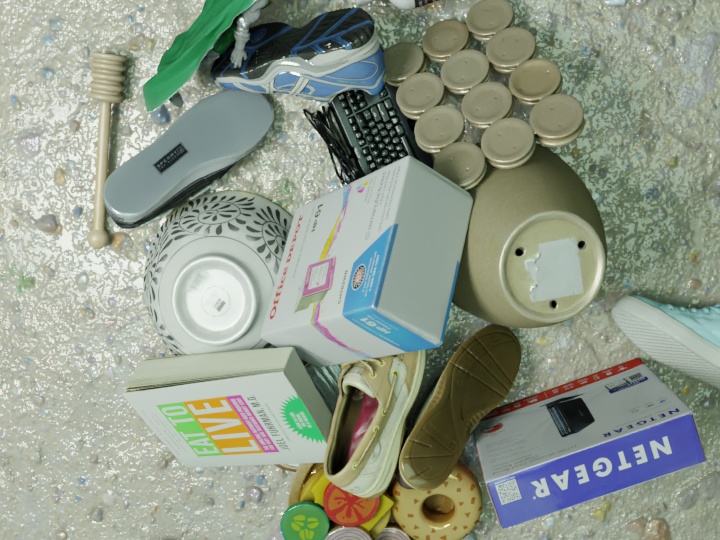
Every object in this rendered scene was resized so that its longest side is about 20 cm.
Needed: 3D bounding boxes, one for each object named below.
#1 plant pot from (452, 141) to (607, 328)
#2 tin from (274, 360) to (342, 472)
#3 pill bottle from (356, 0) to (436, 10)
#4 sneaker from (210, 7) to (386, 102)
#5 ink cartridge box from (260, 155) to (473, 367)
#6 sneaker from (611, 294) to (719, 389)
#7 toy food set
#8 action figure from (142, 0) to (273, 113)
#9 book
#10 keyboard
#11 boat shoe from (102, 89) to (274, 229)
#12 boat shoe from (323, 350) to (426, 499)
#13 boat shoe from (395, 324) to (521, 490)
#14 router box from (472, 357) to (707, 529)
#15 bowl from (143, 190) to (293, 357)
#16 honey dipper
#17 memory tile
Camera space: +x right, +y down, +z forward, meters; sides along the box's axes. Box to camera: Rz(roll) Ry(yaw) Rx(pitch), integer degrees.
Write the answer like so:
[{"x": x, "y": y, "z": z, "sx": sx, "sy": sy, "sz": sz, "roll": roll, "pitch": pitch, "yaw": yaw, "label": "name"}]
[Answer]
[{"x": 0.156, "y": -0.023, "z": 0.811, "sx": 0.182, "sy": 0.200, "sz": 0.192, "roll": -1, "pitch": 101, "yaw": -3, "label": "plant pot"}, {"x": -0.031, "y": 0.136, "z": 0.936, "sx": 0.199, "sy": 0.042, "sz": 0.113, "roll": -38, "pitch": 99, "yaw": 7, "label": "tin"}, {"x": 0.080, "y": -0.320, "z": 0.824, "sx": 0.195, "sy": 0.113, "sz": 0.115, "roll": -16, "pitch": 97, "yaw": 5, "label": "pill bottle"}, {"x": -0.064, "y": -0.196, "z": 0.852, "sx": 0.196, "sy": 0.077, "sz": 0.077, "roll": 3, "pitch": 57, "yaw": 32, "label": "sneaker"}, {"x": 0.000, "y": 0.000, "z": 0.809, "sx": 0.084, "sy": 0.198, "sz": 0.148, "roll": 26, "pitch": 66, "yaw": -27, "label": "ink cartridge box"}, {"x": 0.359, "y": 0.064, "z": 0.899, "sx": 0.197, "sy": 0.074, "sz": 0.083, "roll": 28, "pitch": 69, "yaw": 3, "label": "sneaker"}, {"x": 0.017, "y": 0.256, "z": 0.926, "sx": 0.199, "sy": 0.049, "sz": 0.199, "roll": 37, "pitch": 102, "yaw": -17, "label": "toy food set"}, {"x": -0.125, "y": -0.234, "z": 0.814, "sx": 0.054, "sy": 0.120, "sz": 0.198, "roll": 30, "pitch": 136, "yaw": -32, "label": "action figure"}, {"x": -0.126, "y": 0.145, "z": 0.885, "sx": 0.196, "sy": 0.049, "sz": 0.135, "roll": -9, "pitch": 126, "yaw": 27, "label": "book"}, {"x": 0.012, "y": -0.129, "z": 0.893, "sx": 0.102, "sy": 0.040, "sz": 0.203, "roll": -25, "pitch": 95, "yaw": 6, "label": "keyboard"}, {"x": -0.172, "y": -0.109, "z": 0.890, "sx": 0.074, "sy": 0.068, "sz": 0.199, "roll": 45, "pitch": 74, "yaw": 6, "label": "boat shoe"}, {"x": 0.012, "y": 0.116, "z": 0.848, "sx": 0.073, "sy": 0.066, "sz": 0.205, "roll": -4, "pitch": 68, "yaw": 43, "label": "boat shoe"}, {"x": 0.094, "y": 0.138, "z": 0.891, "sx": 0.073, "sy": 0.065, "sz": 0.200, "roll": 44, "pitch": 63, "yaw": -3, "label": "boat shoe"}, {"x": 0.213, "y": 0.164, "z": 0.855, "sx": 0.196, "sy": 0.180, "sz": 0.050, "roll": -20, "pitch": 98, "yaw": 5, "label": "router box"}, {"x": -0.142, "y": 0.023, "z": 0.895, "sx": 0.195, "sy": 0.094, "sz": 0.206, "roll": 0, "pitch": 98, "yaw": 2, "label": "bowl"}, {"x": -0.271, "y": -0.123, "z": 0.910, "sx": 0.037, "sy": 0.038, "sz": 0.205, "roll": 8, "pitch": 100, "yaw": 2, "label": "honey dipper"}, {"x": 0.112, "y": -0.173, "z": 0.830, "sx": 0.151, "sy": 0.017, "sz": 0.203, "roll": -26, "pitch": 55, "yaw": 4, "label": "memory tile"}]
